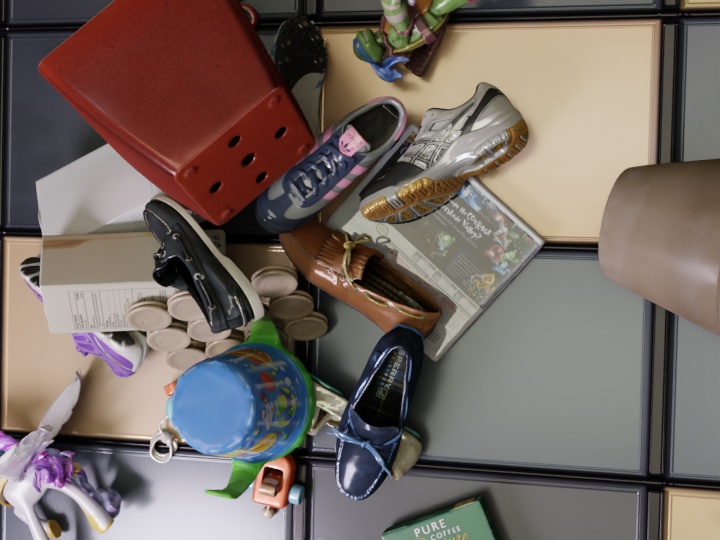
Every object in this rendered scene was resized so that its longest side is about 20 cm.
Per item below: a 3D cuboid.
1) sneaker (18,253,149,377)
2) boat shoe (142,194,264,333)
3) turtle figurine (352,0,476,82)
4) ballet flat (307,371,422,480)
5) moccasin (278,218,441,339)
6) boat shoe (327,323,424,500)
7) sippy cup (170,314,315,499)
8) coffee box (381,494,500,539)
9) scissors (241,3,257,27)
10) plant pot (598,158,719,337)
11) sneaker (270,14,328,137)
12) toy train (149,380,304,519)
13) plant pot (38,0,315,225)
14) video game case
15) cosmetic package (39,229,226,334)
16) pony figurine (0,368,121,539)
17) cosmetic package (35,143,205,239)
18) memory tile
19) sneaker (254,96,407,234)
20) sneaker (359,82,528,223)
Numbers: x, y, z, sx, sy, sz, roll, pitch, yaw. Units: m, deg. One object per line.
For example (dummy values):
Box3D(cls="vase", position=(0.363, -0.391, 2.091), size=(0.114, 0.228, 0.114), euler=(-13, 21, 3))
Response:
Box3D(cls="sneaker", position=(-0.334, 0.055, 1.349), size=(0.200, 0.081, 0.084), euler=(41, 129, 20))
Box3D(cls="boat shoe", position=(-0.181, -0.003, 1.179), size=(0.066, 0.075, 0.199), euler=(-34, 61, -20))
Box3D(cls="turtle figurine", position=(0.057, -0.318, 1.207), size=(0.194, 0.144, 0.200), euler=(-24, 89, 9))
Box3D(cls="ballet flat", position=(-0.027, 0.168, 1.273), size=(0.200, 0.067, 0.062), euler=(27, 69, 12))
Box3D(cls="moccasin", position=(-0.001, 0.001, 1.231), size=(0.201, 0.074, 0.078), euler=(41, 135, 11))
Box3D(cls="boat shoe", position=(0.009, 0.153, 1.202), size=(0.084, 0.069, 0.200), euler=(14, 103, 8))
Box3D(cls="sippy cup", position=(-0.132, 0.142, 1.211), size=(0.140, 0.130, 0.178), euler=(-29, 79, 14))
Box3D(cls="coffee box", position=(0.115, 0.361, 1.259), size=(0.123, 0.044, 0.200), euler=(-24, 86, 13))
Box3D(cls="scissors", position=(-0.205, -0.265, 1.341), size=(0.200, 0.014, 0.073), euler=(-35, 86, 13))
Box3D(cls="plant pot", position=(0.338, -0.030, 1.134), size=(0.173, 0.200, 0.200), euler=(13, 95, 29))
Box3D(cls="sneaker", position=(-0.078, -0.189, 1.286), size=(0.072, 0.072, 0.200), euler=(-12, 74, 57))
Box3D(cls="toy train", position=(-0.155, 0.199, 1.316), size=(0.200, 0.056, 0.150), euler=(17, 95, 13))
Box3D(cls="plant pot", position=(-0.161, -0.166, 1.147), size=(0.200, 0.200, 0.176), euler=(-40, 67, -3))
Box3D(cls="video game case", position=(0.072, -0.031, 1.272), size=(0.200, 0.023, 0.182), euler=(43, 101, 10))
Box3D(cls="cosmetic package", position=(-0.249, 0.013, 1.269), size=(0.200, 0.105, 0.071), euler=(-1, 56, -10))
Box3D(cls="pony figurine", position=(-0.376, 0.235, 1.337), size=(0.193, 0.167, 0.200), euler=(-39, 98, 19))
Box3D(cls="cosmetic package", position=(-0.266, -0.085, 1.306), size=(0.200, 0.081, 0.113), euler=(-25, 57, 15))
Box3D(cls="memory tile", position=(-0.146, 0.055, 1.271), size=(0.200, 0.153, 0.017), euler=(-15, 55, 12))
Box3D(cls="sneaker", position=(-0.031, -0.119, 1.207), size=(0.200, 0.082, 0.070), euler=(-44, 90, -16))
Box3D(cls="sneaker", position=(0.080, -0.126, 1.229), size=(0.200, 0.076, 0.088), euler=(-30, 68, 10))
